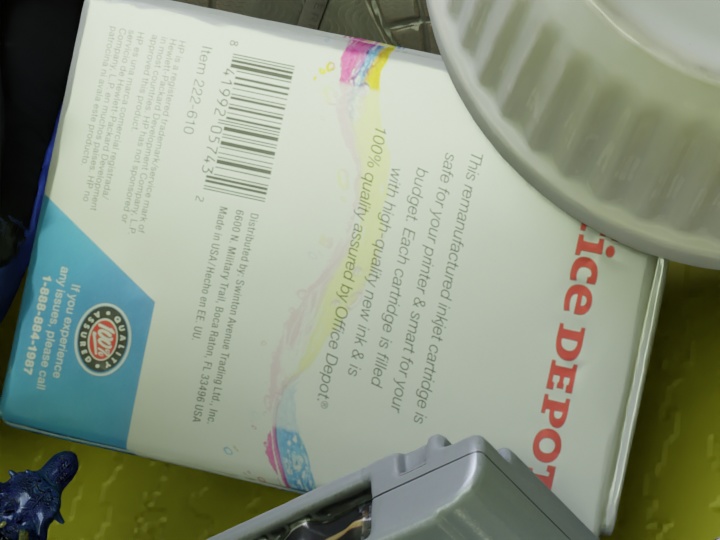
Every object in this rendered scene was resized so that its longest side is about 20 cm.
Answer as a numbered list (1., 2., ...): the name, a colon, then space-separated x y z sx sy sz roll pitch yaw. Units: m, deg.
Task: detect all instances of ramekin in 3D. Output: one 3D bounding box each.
1. ramekin: 0.118 -0.109 0.679 0.199 0.105 0.201 0 76 -1

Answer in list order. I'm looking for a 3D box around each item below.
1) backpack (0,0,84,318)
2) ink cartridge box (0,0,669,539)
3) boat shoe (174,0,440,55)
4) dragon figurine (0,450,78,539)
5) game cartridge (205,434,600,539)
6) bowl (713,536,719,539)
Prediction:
1. backpack: -0.184 -0.039 0.830 0.162 0.168 0.200 13 46 -13
2. ink cartridge box: 0.000 0.000 0.771 0.199 0.085 0.145 12 91 9
3. boat shoe: 0.012 -0.085 0.847 0.200 0.073 0.075 27 102 5
4. dragon figurine: -0.165 0.130 0.757 0.059 0.099 0.200 37 81 3
5. game cartridge: -0.010 0.129 0.738 0.200 0.133 0.041 -27 43 24
6. bowl: 0.124 0.149 0.677 0.201 0.201 0.094 -54 22 -4
